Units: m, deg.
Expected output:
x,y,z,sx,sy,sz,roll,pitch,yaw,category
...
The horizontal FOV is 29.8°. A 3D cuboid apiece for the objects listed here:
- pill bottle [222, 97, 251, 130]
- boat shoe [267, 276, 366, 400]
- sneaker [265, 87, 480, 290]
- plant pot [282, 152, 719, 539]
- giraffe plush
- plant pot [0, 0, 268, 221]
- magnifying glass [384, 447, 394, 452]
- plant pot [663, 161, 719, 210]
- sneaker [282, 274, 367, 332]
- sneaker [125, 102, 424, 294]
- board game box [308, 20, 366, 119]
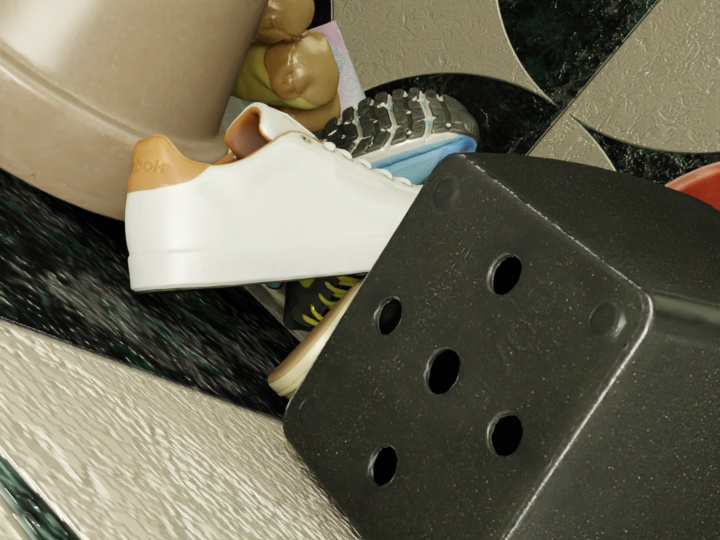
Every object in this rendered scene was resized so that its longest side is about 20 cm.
x,y,z,sx,sy,sz,roll,pitch,yaw,category
-0.077,-0.091,1.191,0.113,0.113,0.200,41,3,8,pill bottle
0.009,0.050,0.680,0.065,0.071,0.200,45,6,9,boat shoe
-0.004,-0.050,0.912,0.090,0.199,0.079,53,25,-27,sneaker
0.092,0.063,0.541,0.177,0.200,0.200,25,13,-39,plant pot
-0.127,-0.151,0.925,0.200,0.162,0.173,48,-15,45,giraffe plush
-0.121,-0.150,0.653,0.200,0.175,0.200,33,16,-11,plant pot
0.064,0.096,0.710,0.022,0.080,0.200,42,9,34,magnifying glass
0.237,0.072,0.733,0.201,0.200,0.196,44,-27,43,plant pot
0.000,0.000,0.788,0.074,0.085,0.200,13,-8,-10,sneaker
-0.013,-0.038,0.631,0.199,0.085,0.073,-4,-3,-34,sneaker
0.006,-0.072,1.080,0.200,0.043,0.200,57,13,-79,board game box
